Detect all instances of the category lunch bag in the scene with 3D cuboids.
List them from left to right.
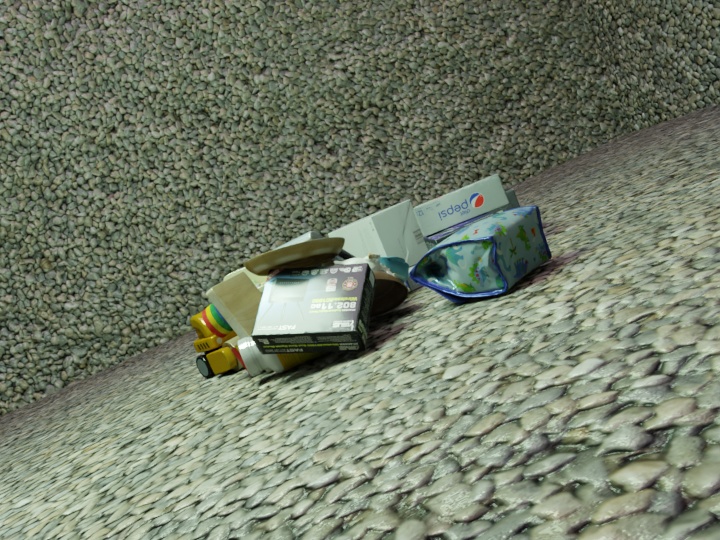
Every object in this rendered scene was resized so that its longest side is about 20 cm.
[{"bbox_3d":[0.208,-0.026,1.327,0.199,0.129,0.170,-5,17,44],"label":"lunch bag"}]

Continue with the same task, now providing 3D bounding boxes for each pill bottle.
[{"bbox_3d":[-0.125,0.125,1.399,0.199,0.105,0.104,-24,5,-2],"label":"pill bottle"}]

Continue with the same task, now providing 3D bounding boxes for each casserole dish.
[{"bbox_3d":[0.027,0.033,1.698,0.120,0.039,0.200,14,-37,-39],"label":"casserole dish"}]

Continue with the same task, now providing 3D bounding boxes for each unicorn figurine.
[{"bbox_3d":[0.000,0.000,1.536,0.198,0.075,0.137,9,-3,4],"label":"unicorn figurine"}]

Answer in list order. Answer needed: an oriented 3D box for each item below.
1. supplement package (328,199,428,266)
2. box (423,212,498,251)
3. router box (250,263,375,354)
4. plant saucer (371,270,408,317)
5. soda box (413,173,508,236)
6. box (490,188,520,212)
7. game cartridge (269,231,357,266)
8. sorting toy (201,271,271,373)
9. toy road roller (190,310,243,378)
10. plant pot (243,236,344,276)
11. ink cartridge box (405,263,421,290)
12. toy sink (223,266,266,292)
[{"bbox_3d":[0.056,-0.050,1.921,0.146,0.193,0.199,-26,6,-35],"label":"supplement package"},{"bbox_3d":[0.230,-0.050,1.607,0.147,0.105,0.200,-23,4,-2],"label":"box"},{"bbox_3d":[-0.080,0.068,1.317,0.198,0.062,0.151,-5,49,16],"label":"router box"},{"bbox_3d":[-0.004,0.047,1.491,0.198,0.037,0.201,-8,-26,-4],"label":"plant saucer"},{"bbox_3d":[0.219,-0.142,1.634,0.198,0.069,0.063,-22,6,10],"label":"soda box"},{"bbox_3d":[0.313,-0.117,1.828,0.105,0.123,0.200,-24,4,-11],"label":"box"},{"bbox_3d":[-0.099,-0.015,1.589,0.132,0.042,0.200,-20,-29,27],"label":"game cartridge"},{"bbox_3d":[-0.236,0.116,1.552,0.069,0.199,0.200,-38,1,14],"label":"sorting toy"},{"bbox_3d":[-0.313,0.154,1.726,0.122,0.147,0.199,-27,6,-39],"label":"toy road roller"},{"bbox_3d":[-0.122,-0.023,1.418,0.198,0.028,0.200,-15,-5,-1],"label":"plant pot"},{"bbox_3d":[0.196,-0.016,1.757,0.198,0.045,0.094,-23,6,-1],"label":"ink cartridge box"},{"bbox_3d":[-0.246,0.085,1.839,0.129,0.202,0.112,-23,4,-4],"label":"toy sink"}]
